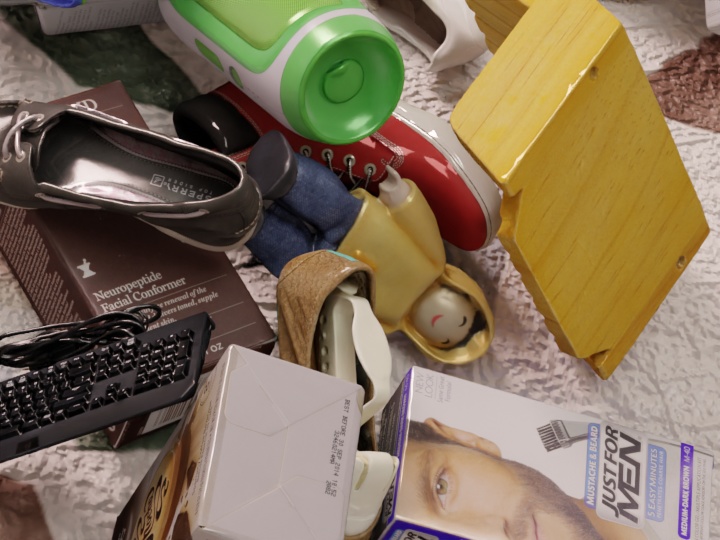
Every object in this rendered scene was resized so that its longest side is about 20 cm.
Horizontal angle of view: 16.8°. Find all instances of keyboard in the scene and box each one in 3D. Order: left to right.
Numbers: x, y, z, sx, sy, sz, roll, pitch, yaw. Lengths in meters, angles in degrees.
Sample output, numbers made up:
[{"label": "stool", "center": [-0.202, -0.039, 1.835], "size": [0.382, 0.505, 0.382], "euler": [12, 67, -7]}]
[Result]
[{"label": "keyboard", "center": [-0.178, 0.059, 1.327], "size": [0.199, 0.040, 0.104], "euler": [-18, 27, 14]}]

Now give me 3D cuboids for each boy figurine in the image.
[{"label": "boy figurine", "center": [0.000, 0.000, 1.479], "size": [0.200, 0.124, 0.064], "euler": [36, 9, -30]}]

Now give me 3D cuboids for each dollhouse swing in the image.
[{"label": "dollhouse swing", "center": [0.101, -0.075, 1.533], "size": [0.175, 0.200, 0.182], "euler": [22, 66, 38]}]

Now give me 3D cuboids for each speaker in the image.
[{"label": "speaker", "center": [-0.052, -0.148, 1.491], "size": [0.088, 0.089, 0.200], "euler": [-11, 31, -28]}]

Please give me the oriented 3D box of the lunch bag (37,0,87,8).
[{"label": "lunch bag", "center": [-0.188, -0.259, 1.515], "size": [0.200, 0.128, 0.170], "euler": [25, 45, 36]}]

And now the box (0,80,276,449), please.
[{"label": "box", "center": [-0.144, -0.006, 1.444], "size": [0.100, 0.075, 0.200], "euler": [-21, 66, -31]}]

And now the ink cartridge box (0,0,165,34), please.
[{"label": "ink cartridge box", "center": [-0.190, -0.247, 1.608], "size": [0.199, 0.041, 0.200], "euler": [-7, 60, -25]}]

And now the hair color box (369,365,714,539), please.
[{"label": "hair color box", "center": [0.108, 0.141, 1.452], "size": [0.199, 0.065, 0.110], "euler": [15, 54, -10]}]

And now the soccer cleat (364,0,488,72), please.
[{"label": "soccer cleat", "center": [0.016, -0.222, 1.660], "size": [0.077, 0.069, 0.200], "euler": [-34, 78, -33]}]

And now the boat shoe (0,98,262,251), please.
[{"label": "boat shoe", "center": [-0.151, -0.064, 1.385], "size": [0.199, 0.057, 0.067], "euler": [15, 67, 5]}]

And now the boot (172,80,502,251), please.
[{"label": "boot", "center": [-0.019, -0.058, 1.533], "size": [0.200, 0.073, 0.144], "euler": [40, 52, 17]}]

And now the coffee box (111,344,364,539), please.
[{"label": "coffee box", "center": [-0.075, 0.144, 1.287], "size": [0.079, 0.200, 0.113], "euler": [19, 52, -13]}]

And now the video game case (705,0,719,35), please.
[{"label": "video game case", "center": [0.312, -0.232, 1.738], "size": [0.199, 0.022, 0.183], "euler": [15, 66, -40]}]

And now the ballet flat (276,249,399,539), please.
[{"label": "ballet flat", "center": [-0.010, 0.086, 1.388], "size": [0.068, 0.072, 0.201], "euler": [7, 79, -40]}]
